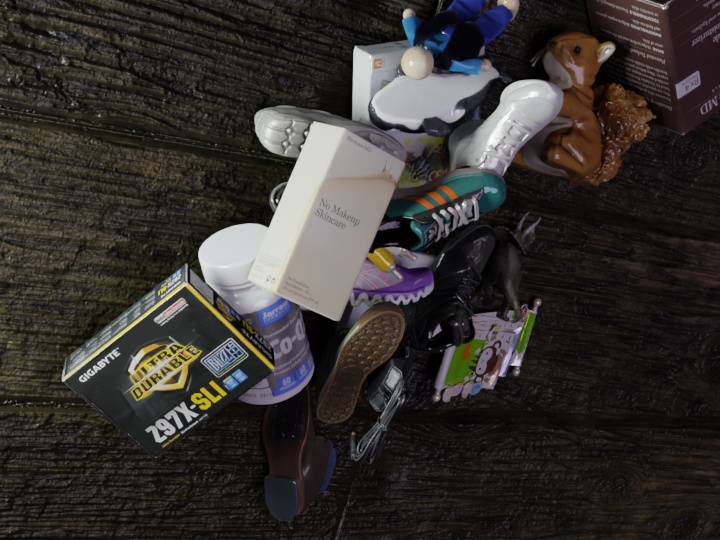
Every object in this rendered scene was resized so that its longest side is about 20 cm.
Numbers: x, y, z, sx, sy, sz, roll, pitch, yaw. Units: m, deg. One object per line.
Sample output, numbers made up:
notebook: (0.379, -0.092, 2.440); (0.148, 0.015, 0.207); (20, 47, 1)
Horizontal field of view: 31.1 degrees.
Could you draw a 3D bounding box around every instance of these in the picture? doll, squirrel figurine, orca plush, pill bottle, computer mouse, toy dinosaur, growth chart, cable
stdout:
doll: (0.111, -0.291, 1.589); (0.200, 0.135, 0.049); (-46, 160, -37)
squirrel figurine: (0.297, -0.220, 1.756); (0.198, 0.141, 0.190); (16, 87, -29)
orca plush: (0.088, -0.213, 1.608); (0.199, 0.106, 0.071); (-37, 173, -28)
pill bottle: (-0.129, 0.052, 1.581); (0.113, 0.113, 0.202); (-28, 125, -22)
computer mouse: (0.029, 0.164, 1.672); (0.046, 0.201, 0.142); (23, 111, -16)
toy dinosaur: (0.196, 0.003, 1.784); (0.201, 0.076, 0.104); (-64, 162, -59)
growth chart: (0.183, 0.119, 1.888); (0.198, 0.018, 0.147); (-10, 118, -43)
cable: (-0.011, -0.073, 1.607); (0.198, 0.050, 0.098); (27, 86, -18)

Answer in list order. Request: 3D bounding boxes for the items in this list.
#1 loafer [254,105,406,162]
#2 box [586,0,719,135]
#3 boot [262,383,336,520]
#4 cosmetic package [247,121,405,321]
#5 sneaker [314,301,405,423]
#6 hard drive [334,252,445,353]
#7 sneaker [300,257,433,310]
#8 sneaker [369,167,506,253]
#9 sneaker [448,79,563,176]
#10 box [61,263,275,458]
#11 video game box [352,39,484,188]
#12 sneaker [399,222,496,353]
loafer: (-0.035, -0.160, 1.564); (0.198, 0.070, 0.071); (14, 112, -30)
box: (0.430, -0.330, 1.773); (0.165, 0.164, 0.202); (-34, 127, -18)
boot: (-0.079, 0.227, 1.747); (0.097, 0.074, 0.204); (-10, 109, -60)
cosmetic package: (-0.039, -0.057, 1.496); (0.103, 0.073, 0.203); (24, 88, -35)
sneaker: (-0.010, 0.098, 1.670); (0.066, 0.090, 0.202); (16, 124, -22)
hard drive: (0.067, 0.039, 1.775); (0.198, 0.025, 0.134); (12, 104, -39)
sneaker: (0.000, 0.000, 1.657); (0.197, 0.080, 0.090); (-2, 96, -14)
sneaker: (0.087, -0.063, 1.561); (0.197, 0.081, 0.072); (-14, 135, -4)
sneaker: (0.181, -0.159, 1.594); (0.074, 0.200, 0.101); (23, 54, -24)
box: (-0.222, 0.110, 1.512); (0.199, 0.050, 0.160); (-36, 120, 15)
video game box: (0.073, -0.196, 1.657); (0.180, 0.047, 0.203); (-13, 118, -28)
sneaker: (0.134, 0.031, 1.731); (0.200, 0.114, 0.076); (-48, 132, -10)
